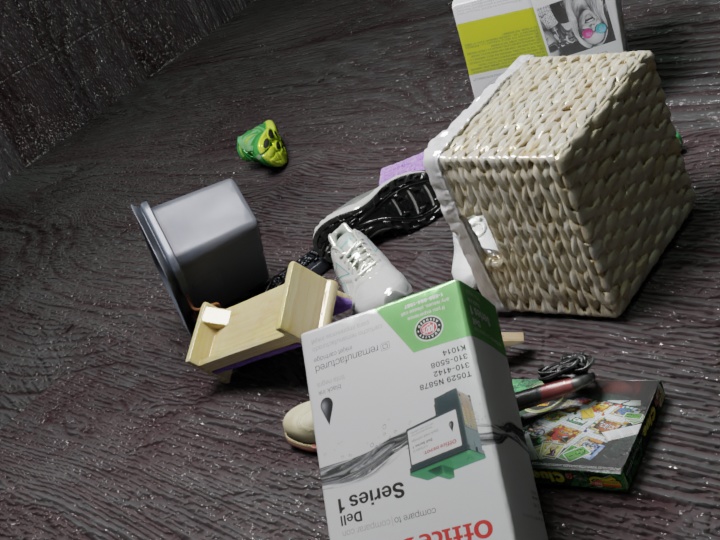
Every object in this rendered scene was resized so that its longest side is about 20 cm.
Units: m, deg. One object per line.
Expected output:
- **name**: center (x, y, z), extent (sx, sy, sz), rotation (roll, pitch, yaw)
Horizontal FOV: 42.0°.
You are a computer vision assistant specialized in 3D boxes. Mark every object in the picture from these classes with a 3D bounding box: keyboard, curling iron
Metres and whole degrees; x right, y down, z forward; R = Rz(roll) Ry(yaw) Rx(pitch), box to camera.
- **keyboard**: center (-0.128, 0.028, 1.243), extent (0.199, 0.040, 0.104), rotation (-38, 26, -14)
- **curling iron**: center (0.110, 0.118, 0.800), extent (0.198, 0.026, 0.050), rotation (-27, 3, 18)

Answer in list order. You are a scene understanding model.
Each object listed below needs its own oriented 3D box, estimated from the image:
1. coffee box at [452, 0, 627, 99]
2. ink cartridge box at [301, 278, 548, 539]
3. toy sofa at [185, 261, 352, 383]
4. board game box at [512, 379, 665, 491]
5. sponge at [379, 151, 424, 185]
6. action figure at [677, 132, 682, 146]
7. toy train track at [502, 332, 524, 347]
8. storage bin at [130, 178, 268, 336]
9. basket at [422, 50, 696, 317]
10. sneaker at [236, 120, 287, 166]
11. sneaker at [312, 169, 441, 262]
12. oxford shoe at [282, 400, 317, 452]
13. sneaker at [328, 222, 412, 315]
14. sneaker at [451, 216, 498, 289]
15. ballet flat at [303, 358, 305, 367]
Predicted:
- **coffee box**: center (0.248, -0.312, 1.245), extent (0.198, 0.199, 0.200), rotation (-9, 31, 19)
- **ink cartridge box**: center (0.046, 0.130, 0.709), extent (0.145, 0.084, 0.202), rotation (-21, 64, 21)
- **toy sofa**: center (-0.104, 0.070, 1.073), extent (0.199, 0.097, 0.084), rotation (-22, 47, 45)
- **board game box**: center (0.145, 0.132, 0.787), extent (0.198, 0.024, 0.105), rotation (-5, 36, 42)
- **sponge**: center (0.115, -0.141, 1.300), extent (0.198, 0.030, 0.112), rotation (-20, 27, 20)
- **action figure**: center (0.281, -0.148, 1.110), extent (0.198, 0.055, 0.118), rotation (3, 39, 39)
- **toy train track**: center (0.092, 0.089, 0.855), extent (0.113, 0.033, 0.200), rotation (0, 15, 9)
- **storage bin**: center (-0.195, -0.018, 1.216), extent (0.133, 0.201, 0.146), rotation (-27, 65, -12)
- **basket**: center (0.199, -0.085, 0.921), extent (0.160, 0.199, 0.200), rotation (6, 42, 47)
- **sneaker**: center (-0.182, -0.220, 1.713), extent (0.083, 0.075, 0.200), rotation (-26, 17, 2)
- **sneaker**: center (0.028, -0.083, 1.243), extent (0.198, 0.075, 0.079), rotation (-23, 18, 12)
- **oxford shoe**: center (-0.011, 0.121, 0.900), extent (0.199, 0.074, 0.071), rotation (-22, 25, 38)
- **sneaker**: center (0.000, 0.000, 1.095), extent (0.070, 0.081, 0.200), rotation (-32, 20, -7)
- **sneaker**: center (0.126, -0.048, 1.057), extent (0.074, 0.088, 0.201), rotation (-19, 29, 16)
- **ballet flat**: center (0.020, 0.068, 1.006), extent (0.198, 0.047, 0.068), rotation (-16, 28, 28)
